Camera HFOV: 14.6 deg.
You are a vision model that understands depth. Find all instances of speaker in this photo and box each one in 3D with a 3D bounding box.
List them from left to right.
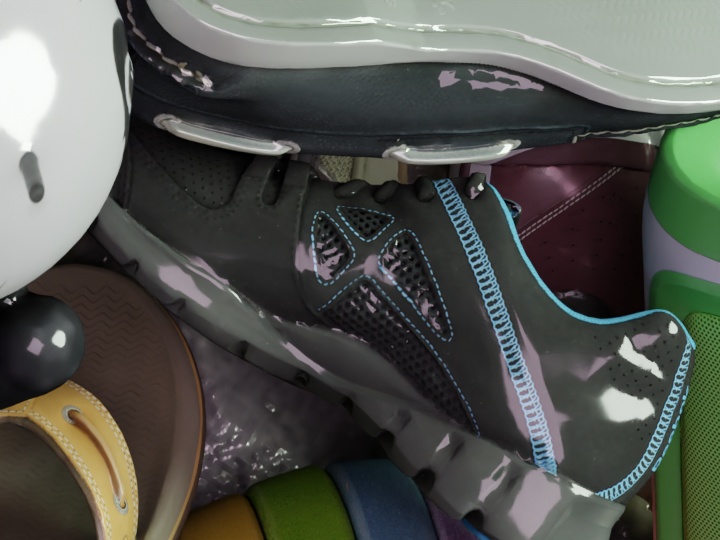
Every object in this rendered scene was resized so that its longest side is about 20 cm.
[{"bbox_3d":[0.128,0.045,0.835,0.088,0.089,0.201,-16,127,-13],"label":"speaker"}]

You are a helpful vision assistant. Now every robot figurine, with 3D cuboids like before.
[{"bbox_3d":[-0.141,-0.040,0.741,0.150,0.200,0.126,21,71,-28],"label":"robot figurine"}]

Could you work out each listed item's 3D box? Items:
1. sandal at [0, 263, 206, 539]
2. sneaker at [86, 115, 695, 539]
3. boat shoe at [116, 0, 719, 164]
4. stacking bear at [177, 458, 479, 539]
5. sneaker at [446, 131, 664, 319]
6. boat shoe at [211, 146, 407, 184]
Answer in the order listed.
[{"bbox_3d":[-0.096,0.071,0.783,0.080,0.201,0.054,2,138,16],"label":"sandal"},{"bbox_3d":[0.000,0.000,0.785,0.199,0.073,0.082,34,91,3],"label":"sneaker"},{"bbox_3d":[0.027,-0.065,0.766,0.199,0.060,0.076,6,58,-21],"label":"boat shoe"},{"bbox_3d":[-0.030,0.114,0.836,0.198,0.114,0.122,-11,96,-10],"label":"stacking bear"},{"bbox_3d":[0.113,-0.006,0.891,0.198,0.076,0.116,3,108,-15],"label":"sneaker"},{"bbox_3d":[-0.025,-0.080,0.810,0.064,0.072,0.201,-19,126,-30],"label":"boat shoe"}]
